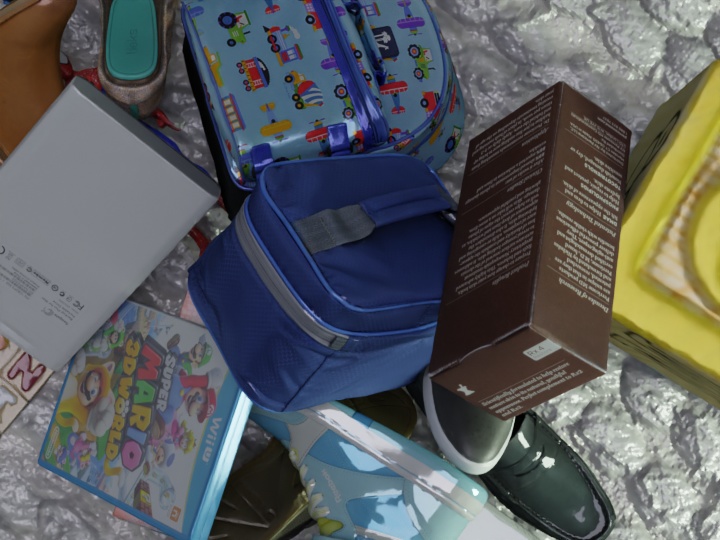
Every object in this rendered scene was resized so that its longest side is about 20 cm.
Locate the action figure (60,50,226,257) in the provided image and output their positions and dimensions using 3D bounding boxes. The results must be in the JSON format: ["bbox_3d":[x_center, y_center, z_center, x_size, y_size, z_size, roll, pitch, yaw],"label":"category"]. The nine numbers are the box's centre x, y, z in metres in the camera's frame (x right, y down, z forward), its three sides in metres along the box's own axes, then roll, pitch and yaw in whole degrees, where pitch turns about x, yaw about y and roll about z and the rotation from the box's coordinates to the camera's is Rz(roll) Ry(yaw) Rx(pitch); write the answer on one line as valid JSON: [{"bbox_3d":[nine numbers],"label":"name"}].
[{"bbox_3d":[-0.171,-0.097,1.251,0.200,0.052,0.065,45,93,4],"label":"action figure"}]

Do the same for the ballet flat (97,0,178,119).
[{"bbox_3d":[-0.169,-0.198,1.236,0.068,0.067,0.201,3,57,2],"label":"ballet flat"}]

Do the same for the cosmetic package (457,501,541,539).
[{"bbox_3d":[0.082,0.230,1.215,0.200,0.081,0.113,33,89,2],"label":"cosmetic package"}]

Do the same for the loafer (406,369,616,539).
[{"bbox_3d":[0.111,0.134,1.224,0.201,0.070,0.068,44,89,2],"label":"loafer"}]

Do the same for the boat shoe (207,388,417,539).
[{"bbox_3d":[-0.045,0.154,1.225,0.201,0.066,0.072,-36,78,-23],"label":"boat shoe"}]

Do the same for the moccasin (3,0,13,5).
[{"bbox_3d":[-0.219,-0.291,1.240,0.068,0.080,0.200,40,87,-9],"label":"moccasin"}]

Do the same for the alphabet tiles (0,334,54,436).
[{"bbox_3d":[-0.319,0.049,1.265,0.166,0.006,0.200,40,89,2],"label":"alphabet tiles"}]

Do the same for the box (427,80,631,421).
[{"bbox_3d":[0.114,-0.014,1.070,0.075,0.100,0.201,32,52,-24],"label":"box"}]

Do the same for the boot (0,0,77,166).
[{"bbox_3d":[-0.229,-0.109,1.198,0.200,0.077,0.155,-39,89,36],"label":"boot"}]

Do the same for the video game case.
[{"bbox_3d":[-0.155,0.102,1.188,0.200,0.018,0.144,16,87,46],"label":"video game case"}]

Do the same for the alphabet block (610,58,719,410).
[{"bbox_3d":[0.270,-0.011,1.164,0.196,0.200,0.196,30,89,2],"label":"alphabet block"}]

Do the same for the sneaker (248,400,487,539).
[{"bbox_3d":[-0.025,0.162,1.150,0.199,0.080,0.131,27,85,19],"label":"sneaker"}]

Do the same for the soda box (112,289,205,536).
[{"bbox_3d":[-0.121,0.100,1.232,0.068,0.064,0.201,18,89,2],"label":"soda box"}]

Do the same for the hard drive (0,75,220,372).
[{"bbox_3d":[-0.214,-0.030,1.194,0.132,0.026,0.200,38,114,-16],"label":"hard drive"}]

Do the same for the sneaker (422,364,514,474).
[{"bbox_3d":[0.099,0.042,1.170,0.070,0.099,0.201,20,55,-10],"label":"sneaker"}]

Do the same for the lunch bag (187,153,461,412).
[{"bbox_3d":[0.000,0.000,1.122,0.132,0.199,0.136,-48,65,37],"label":"lunch bag"}]

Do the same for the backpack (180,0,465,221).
[{"bbox_3d":[-0.020,-0.140,1.199,0.199,0.135,0.183,-14,75,-9],"label":"backpack"}]
